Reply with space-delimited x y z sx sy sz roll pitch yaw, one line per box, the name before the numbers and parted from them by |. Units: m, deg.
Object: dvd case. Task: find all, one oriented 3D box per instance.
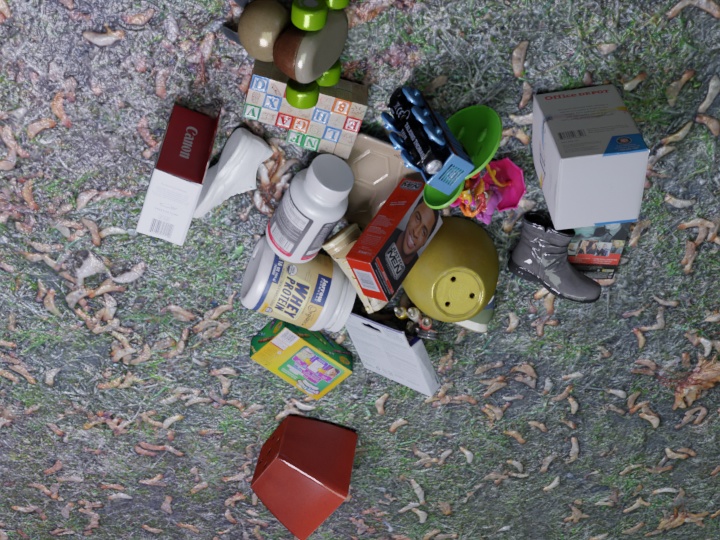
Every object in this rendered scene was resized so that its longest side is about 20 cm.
dvd case | 0.450 -0.068 1.661 0.142 0.022 0.203 1 130 -4

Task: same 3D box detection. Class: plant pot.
plant pot | 0.174 0.018 1.601 0.195 0.142 0.205 0 111 -1
plant pot | -0.140 0.458 1.958 0.174 0.202 0.201 31 122 -13

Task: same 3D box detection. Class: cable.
cable | 0.124 0.110 1.707 0.095 0.200 0.051 22 87 15

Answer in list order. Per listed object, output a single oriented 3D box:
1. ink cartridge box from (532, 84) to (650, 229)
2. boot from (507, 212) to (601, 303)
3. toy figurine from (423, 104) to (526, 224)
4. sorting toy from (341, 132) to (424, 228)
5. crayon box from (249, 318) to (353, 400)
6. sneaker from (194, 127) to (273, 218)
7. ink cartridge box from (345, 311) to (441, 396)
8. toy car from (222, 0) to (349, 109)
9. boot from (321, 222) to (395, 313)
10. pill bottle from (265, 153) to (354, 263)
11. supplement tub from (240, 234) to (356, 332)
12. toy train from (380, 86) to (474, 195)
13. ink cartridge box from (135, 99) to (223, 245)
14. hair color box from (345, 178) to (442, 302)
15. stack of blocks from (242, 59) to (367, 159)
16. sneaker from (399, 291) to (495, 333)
ink cartridge box | 0.381 -0.194 1.439 0.144 0.202 0.147 -6 132 2
boot | 0.387 -0.024 1.633 0.196 0.070 0.133 21 129 5
toy figurine | 0.216 -0.153 1.496 0.148 0.203 0.183 13 162 46
sorting toy | 0.041 -0.153 1.567 0.182 0.037 0.201 18 131 -16
crayon box | -0.124 0.183 1.812 0.199 0.059 0.118 36 119 -28
sneaker | -0.231 -0.158 1.527 0.087 0.076 0.200 23 124 -35
ink cartridge box | 0.056 0.152 1.732 0.197 0.041 0.202 19 147 40
toy car | -0.130 -0.380 1.331 0.197 0.158 0.166 23 135 13
boot | 0.000 0.000 1.549 0.072 0.200 0.158 -28 86 5
pill bottle | -0.087 -0.111 1.513 0.109 0.113 0.201 19 140 -17
supplement tub | -0.117 0.029 1.632 0.196 0.146 0.146 20 126 -18
toy train | 0.107 -0.221 1.414 0.113 0.202 0.087 24 121 -39
ink cartridge box | -0.298 -0.180 1.416 0.082 0.202 0.177 17 127 -15
hair color box | 0.062 -0.056 1.498 0.060 0.201 0.102 13 145 37
stack of blocks | -0.097 -0.273 1.435 0.196 0.059 0.116 13 134 -13
sneaker | 0.184 0.055 1.727 0.196 0.067 0.091 17 112 -10
